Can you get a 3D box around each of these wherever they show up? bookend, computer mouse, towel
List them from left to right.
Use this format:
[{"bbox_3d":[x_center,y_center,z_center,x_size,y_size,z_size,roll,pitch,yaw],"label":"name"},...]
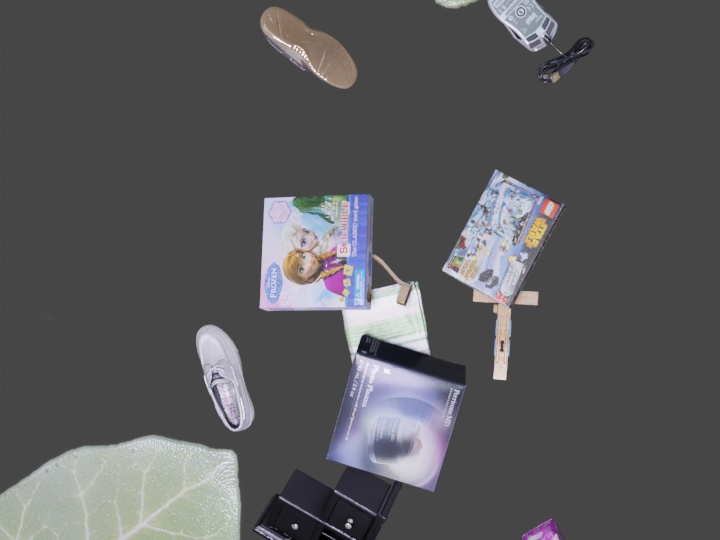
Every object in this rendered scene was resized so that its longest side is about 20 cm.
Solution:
[{"bbox_3d":[-0.058,0.411,1.655,0.197,0.092,0.201,29,126,5],"label":"bookend"},{"bbox_3d":[0.051,0.129,1.716,0.147,0.031,0.203,-11,92,10],"label":"towel"},{"bbox_3d":[0.303,-0.426,1.664,0.110,0.044,0.200,-43,92,11],"label":"computer mouse"}]

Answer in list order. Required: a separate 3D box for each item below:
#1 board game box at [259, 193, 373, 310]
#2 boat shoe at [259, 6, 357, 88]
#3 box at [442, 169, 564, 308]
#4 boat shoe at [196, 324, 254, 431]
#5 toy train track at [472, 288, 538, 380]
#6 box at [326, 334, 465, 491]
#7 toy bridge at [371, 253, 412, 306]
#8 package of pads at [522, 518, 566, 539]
[{"bbox_3d":[-0.077,-0.031,1.687,0.197,0.041,0.203,-2,80,15],"label":"board game box"},{"bbox_3d":[-0.094,-0.394,1.702,0.199,0.065,0.073,31,86,-13],"label":"boat shoe"},{"bbox_3d":[0.249,-0.054,1.660,0.136,0.040,0.202,29,91,18],"label":"box"},{"bbox_3d":[-0.252,0.197,1.731,0.071,0.069,0.203,-15,90,7],"label":"boat shoe"},{"bbox_3d":[0.254,0.090,1.677,0.113,0.033,0.203,3,83,16],"label":"toy train track"},{"bbox_3d":[0.064,0.244,1.648,0.196,0.123,0.203,16,102,2],"label":"box"},{"bbox_3d":[0.000,0.000,1.700,0.198,0.027,0.068,19,80,17],"label":"toy bridge"},{"bbox_3d":[0.354,0.540,1.637,0.075,0.120,0.202,-30,88,7],"label":"package of pads"}]
